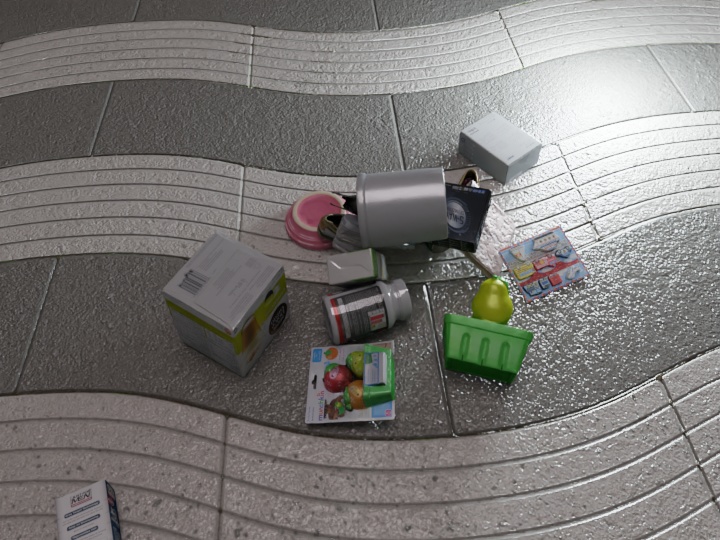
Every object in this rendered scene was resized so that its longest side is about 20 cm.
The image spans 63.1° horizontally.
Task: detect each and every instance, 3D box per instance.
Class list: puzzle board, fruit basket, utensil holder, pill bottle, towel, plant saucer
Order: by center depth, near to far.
[{"bbox_3d":[-0.021,0.237,1.277,0.193,0.095,0.189,-1,51,5],"label":"fruit basket"},{"bbox_3d":[0.284,0.125,1.313,0.208,0.156,0.222,-2,65,5],"label":"fruit basket"},{"bbox_3d":[0.096,-0.143,1.335,0.194,0.172,0.173,-4,50,8],"label":"utensil holder"},{"bbox_3d":[0.015,0.091,1.375,0.194,0.117,0.118,-15,52,-10],"label":"pill bottle"},{"bbox_3d":[0.467,-0.020,1.489,0.195,0.017,0.154,-20,70,-15],"label":"puzzle board"},{"bbox_3d":[0.316,-0.106,1.514,0.190,0.032,0.202,41,55,-16],"label":"towel"},{"bbox_3d":[-0.112,-0.148,1.612,0.194,0.052,0.205,0,52,0],"label":"plant saucer"}]

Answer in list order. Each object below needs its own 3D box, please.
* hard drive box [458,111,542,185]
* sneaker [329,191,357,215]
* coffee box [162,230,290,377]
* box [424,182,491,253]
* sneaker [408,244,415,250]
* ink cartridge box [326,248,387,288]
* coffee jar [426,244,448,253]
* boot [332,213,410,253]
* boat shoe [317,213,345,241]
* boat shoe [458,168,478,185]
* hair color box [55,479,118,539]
[{"bbox_3d":[0.415,-0.369,1.755,0.154,0.078,0.200,-31,56,-21],"label":"hard drive box"},{"bbox_3d":[0.027,-0.164,1.495,0.195,0.062,0.104,5,10,-27],"label":"sneaker"},{"bbox_3d":[-0.297,0.077,1.342,0.196,0.201,0.201,24,54,17],"label":"coffee box"},{"bbox_3d":[0.207,-0.138,1.434,0.195,0.044,0.163,13,62,21],"label":"box"},{"bbox_3d":[0.099,-0.150,1.569,0.077,0.091,0.201,-4,46,-50],"label":"sneaker"},{"bbox_3d":[0.000,0.000,1.422,0.114,0.200,0.070,-10,83,14],"label":"ink cartridge box"},{"bbox_3d":[0.178,-0.150,1.568,0.083,0.106,0.202,-11,49,-27],"label":"coffee jar"},{"bbox_3d":[0.025,-0.070,1.484,0.195,0.097,0.074,18,32,-20],"label":"boot"},{"bbox_3d":[-0.013,-0.099,1.527,0.194,0.069,0.077,10,66,-15],"label":"boat shoe"},{"bbox_3d":[0.290,-0.201,1.631,0.072,0.067,0.204,8,52,8],"label":"boat shoe"},{"bbox_3d":[-0.501,0.510,1.091,0.098,0.061,0.202,-18,54,-13],"label":"hair color box"}]
